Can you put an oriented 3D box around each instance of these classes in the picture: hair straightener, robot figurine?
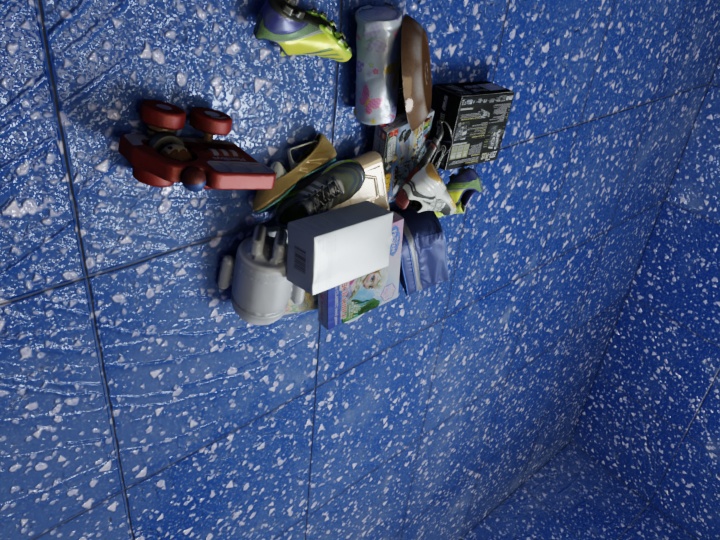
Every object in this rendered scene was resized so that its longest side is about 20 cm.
[{"bbox_3d":[0.144,-0.226,1.313,0.076,0.041,0.204,-8,129,-52],"label":"hair straightener"},{"bbox_3d":[-0.183,0.018,1.137,0.164,0.114,0.204,12,124,-5],"label":"robot figurine"}]

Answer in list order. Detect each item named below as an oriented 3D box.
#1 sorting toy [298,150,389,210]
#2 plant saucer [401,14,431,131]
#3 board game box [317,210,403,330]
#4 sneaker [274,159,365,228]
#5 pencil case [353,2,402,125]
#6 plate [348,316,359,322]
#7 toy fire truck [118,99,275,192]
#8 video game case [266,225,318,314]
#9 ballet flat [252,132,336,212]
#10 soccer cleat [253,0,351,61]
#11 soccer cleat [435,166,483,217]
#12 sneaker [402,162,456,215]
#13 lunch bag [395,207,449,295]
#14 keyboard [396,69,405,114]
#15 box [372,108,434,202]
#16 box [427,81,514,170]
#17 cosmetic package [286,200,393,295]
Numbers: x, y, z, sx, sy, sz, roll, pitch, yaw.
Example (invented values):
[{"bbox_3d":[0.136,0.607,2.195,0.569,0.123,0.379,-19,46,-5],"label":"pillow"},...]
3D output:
[{"bbox_3d":[-0.028,-0.126,1.244,0.181,0.037,0.204,-24,129,-13],"label":"sorting toy"},{"bbox_3d":[0.107,-0.364,1.123,0.200,0.035,0.207,-1,90,-76],"label":"plant saucer"},{"bbox_3d":[0.000,0.000,1.266,0.196,0.041,0.205,-23,132,-31],"label":"board game box"},{"bbox_3d":[-0.075,-0.130,1.110,0.197,0.081,0.075,-31,109,16],"label":"sneaker"},{"bbox_3d":[0.027,-0.371,1.107,0.083,0.089,0.204,-42,144,-42],"label":"pencil case"},{"bbox_3d":[-0.005,0.024,1.401,0.199,0.025,0.204,-37,141,-36],"label":"plate"},{"bbox_3d":[-0.241,-0.166,0.899,0.197,0.167,0.115,-6,122,-45],"label":"toy fire truck"},{"bbox_3d":[-0.108,-0.004,1.242,0.177,0.023,0.205,-9,125,-22],"label":"video game case"},{"bbox_3d":[-0.131,-0.183,1.112,0.199,0.068,0.064,-40,113,-24],"label":"ballet flat"},{"bbox_3d":[-0.093,-0.382,0.996,0.084,0.066,0.198,-43,154,28],"label":"soccer cleat"},{"bbox_3d":[0.202,-0.157,1.418,0.064,0.085,0.199,-13,160,-50],"label":"soccer cleat"},{"bbox_3d":[0.144,-0.159,1.292,0.087,0.077,0.199,-33,154,11],"label":"sneaker"},{"bbox_3d":[0.121,-0.044,1.410,0.129,0.138,0.203,-18,134,-4],"label":"lunch bag"},{"bbox_3d":[0.089,-0.336,1.247,0.102,0.039,0.205,-18,130,-38],"label":"keyboard"},{"bbox_3d":[0.080,-0.237,1.279,0.135,0.040,0.203,-31,148,-31],"label":"box"},{"bbox_3d":[0.243,-0.332,1.381,0.197,0.086,0.168,-18,129,-39],"label":"box"},{"bbox_3d":[-0.034,-0.046,1.101,0.197,0.080,0.116,-19,124,-42],"label":"cosmetic package"}]
